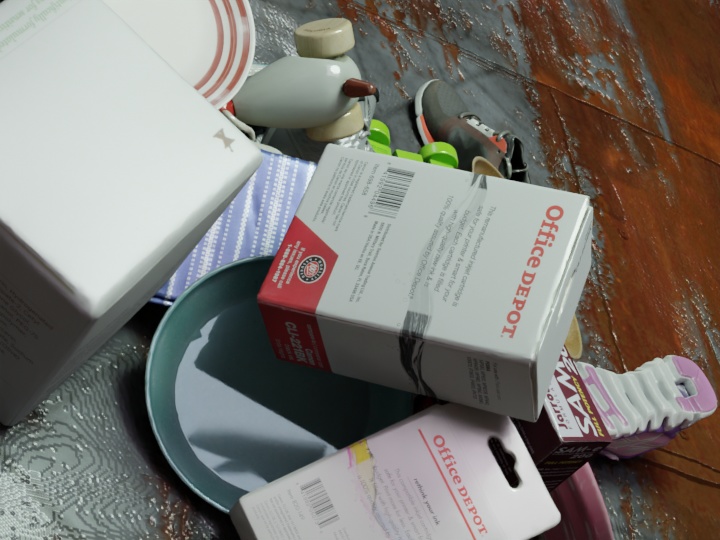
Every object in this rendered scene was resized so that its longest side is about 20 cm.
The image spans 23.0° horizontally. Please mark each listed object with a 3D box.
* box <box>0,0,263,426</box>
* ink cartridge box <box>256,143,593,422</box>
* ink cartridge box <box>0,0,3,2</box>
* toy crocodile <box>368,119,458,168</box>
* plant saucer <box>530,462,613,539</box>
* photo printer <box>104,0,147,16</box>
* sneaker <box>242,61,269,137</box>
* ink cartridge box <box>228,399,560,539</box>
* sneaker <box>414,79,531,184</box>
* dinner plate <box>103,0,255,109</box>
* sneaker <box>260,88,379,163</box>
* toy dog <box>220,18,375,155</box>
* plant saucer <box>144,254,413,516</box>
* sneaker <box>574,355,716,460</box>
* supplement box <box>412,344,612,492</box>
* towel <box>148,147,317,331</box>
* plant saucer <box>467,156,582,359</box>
[{"bbox_3d":[-0.217,-0.050,1.184,0.200,0.171,0.199,44,48,-1],"label":"box"},{"bbox_3d":[0.050,0.006,1.236,0.200,0.084,0.144,12,58,18],"label":"ink cartridge box"},{"bbox_3d":[-0.287,-0.272,1.463,0.200,0.067,0.116,12,48,-39],"label":"ink cartridge box"},{"bbox_3d":[0.034,-0.086,1.619,0.200,0.062,0.068,17,44,-28],"label":"toy crocodile"},{"bbox_3d":[0.133,0.147,1.403,0.051,0.201,0.201,-25,67,-7],"label":"plant saucer"},{"bbox_3d":[-0.195,-0.247,1.413,0.166,0.069,0.200,12,59,-32],"label":"photo printer"},{"bbox_3d":[-0.134,-0.173,1.514,0.200,0.078,0.086,4,48,-44],"label":"sneaker"},{"bbox_3d":[0.024,0.172,1.228,0.200,0.067,0.117,-23,79,-15],"label":"ink cartridge box"},{"bbox_3d":[0.125,-0.116,1.715,0.077,0.082,0.200,-1,55,-46],"label":"sneaker"},{"bbox_3d":[-0.174,-0.194,1.332,0.200,0.024,0.200,13,59,-23],"label":"dinner plate"},{"bbox_3d":[0.012,-0.097,1.524,0.200,0.075,0.116,25,80,-13],"label":"sneaker"},{"bbox_3d":[-0.067,-0.130,1.415,0.200,0.096,0.132,-40,117,-17],"label":"toy dog"},{"bbox_3d":[-0.061,0.089,1.291,0.200,0.036,0.200,4,75,-15],"label":"plant saucer"},{"bbox_3d":[0.217,0.131,1.562,0.200,0.088,0.081,-1,52,-30],"label":"sneaker"},{"bbox_3d":[0.084,0.135,1.311,0.061,0.200,0.109,4,52,-42],"label":"supplement box"},{"bbox_3d":[-0.107,-0.030,1.344,0.200,0.024,0.145,14,70,-12],"label":"towel"},{"bbox_3d":[0.135,-0.005,1.568,0.200,0.035,0.200,54,18,-26],"label":"plant saucer"}]
